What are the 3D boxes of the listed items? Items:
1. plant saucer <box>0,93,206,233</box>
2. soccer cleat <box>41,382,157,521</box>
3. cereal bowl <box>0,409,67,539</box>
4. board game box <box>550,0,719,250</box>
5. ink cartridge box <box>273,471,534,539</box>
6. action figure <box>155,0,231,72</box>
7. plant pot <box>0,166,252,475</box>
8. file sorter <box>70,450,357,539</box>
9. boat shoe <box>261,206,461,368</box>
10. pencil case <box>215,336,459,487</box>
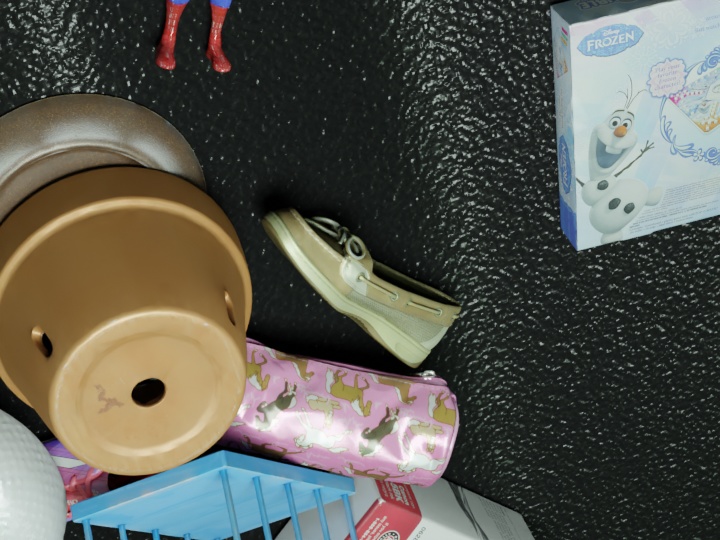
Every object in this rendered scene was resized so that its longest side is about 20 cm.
[{"bbox_3d":[-0.205,-0.031,1.414,0.199,0.032,0.201,-9,123,-14],"label":"plant saucer"},{"bbox_3d":[-0.221,0.163,1.506,0.199,0.073,0.068,-31,127,1],"label":"soccer cleat"},{"bbox_3d":[-0.318,0.192,1.449,0.199,0.083,0.201,0,121,0],"label":"cereal bowl"},{"bbox_3d":[0.248,-0.130,1.508,0.199,0.043,0.200,-14,126,-11],"label":"board game box"},{"bbox_3d":[0.038,0.251,1.652,0.199,0.083,0.147,26,110,-33],"label":"ink cartridge box"},{"bbox_3d":[-0.095,-0.230,1.316,0.065,0.052,0.201,3,118,-17],"label":"action figure"},{"bbox_3d":[-0.161,0.048,1.376,0.199,0.140,0.201,-10,125,-15],"label":"plant pot"},{"bbox_3d":[-0.098,0.225,1.491,0.138,0.123,0.200,-21,160,23],"label":"file sorter"},{"bbox_3d":[0.002,0.002,1.488,0.063,0.073,0.201,-46,128,4],"label":"boat shoe"},{"bbox_3d":[-0.027,0.108,1.514,0.199,0.087,0.083,11,147,-11],"label":"pencil case"}]
